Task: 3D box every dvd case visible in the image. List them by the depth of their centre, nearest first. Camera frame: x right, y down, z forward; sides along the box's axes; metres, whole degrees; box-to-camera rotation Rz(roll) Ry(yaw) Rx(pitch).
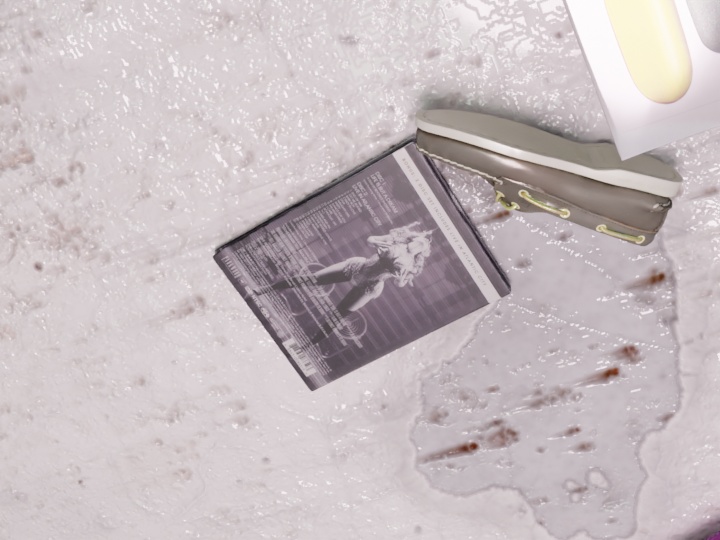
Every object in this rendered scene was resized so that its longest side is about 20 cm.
[{"bbox_3d":[0.000,0.000,0.970,0.199,0.016,0.149,-27,110,23],"label":"dvd case"}]

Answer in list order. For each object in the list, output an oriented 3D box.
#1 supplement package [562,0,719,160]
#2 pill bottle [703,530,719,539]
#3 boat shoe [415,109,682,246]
[{"bbox_3d":[0.196,-0.207,0.746,0.150,0.151,0.201,-18,115,18],"label":"supplement package"},{"bbox_3d":[0.300,0.293,1.027,0.199,0.113,0.112,-39,107,25],"label":"pill bottle"},{"bbox_3d":[0.131,-0.068,0.879,0.199,0.072,0.061,14,115,-3],"label":"boat shoe"}]
